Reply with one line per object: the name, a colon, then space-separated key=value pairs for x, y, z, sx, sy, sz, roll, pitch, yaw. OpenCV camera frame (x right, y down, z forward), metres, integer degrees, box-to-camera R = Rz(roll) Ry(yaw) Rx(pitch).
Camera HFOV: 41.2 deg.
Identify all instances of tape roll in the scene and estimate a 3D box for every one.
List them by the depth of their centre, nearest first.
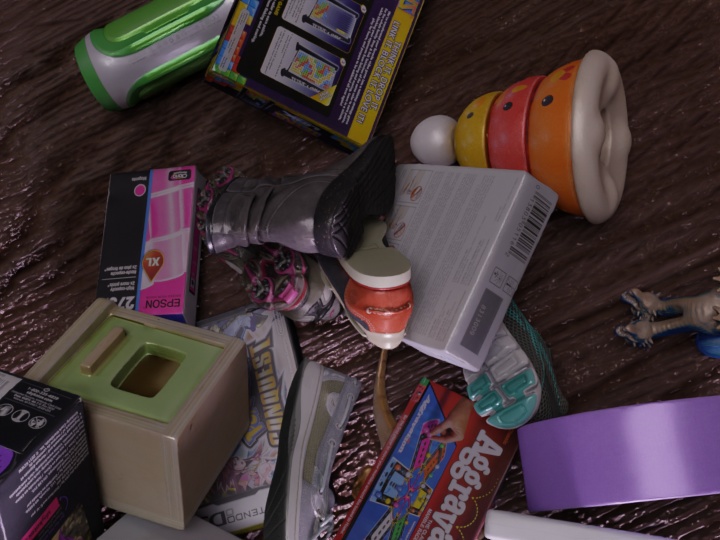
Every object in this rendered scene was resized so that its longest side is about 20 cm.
tape roll: x=0.222 y=0.142 z=0.732 sx=0.197 sy=0.200 sz=0.067 roll=-9 pitch=75 yaw=9

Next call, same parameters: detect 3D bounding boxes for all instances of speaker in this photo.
speaker: x=-0.181 y=-0.236 z=0.961 sx=0.198 sy=0.088 sz=0.089 roll=-25 pitch=74 yaw=5

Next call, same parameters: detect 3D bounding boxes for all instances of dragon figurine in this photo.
dragon figurine: x=0.317 y=0.041 z=0.809 sx=0.197 sy=0.099 sz=0.060 roll=6 pitch=76 yaw=-7

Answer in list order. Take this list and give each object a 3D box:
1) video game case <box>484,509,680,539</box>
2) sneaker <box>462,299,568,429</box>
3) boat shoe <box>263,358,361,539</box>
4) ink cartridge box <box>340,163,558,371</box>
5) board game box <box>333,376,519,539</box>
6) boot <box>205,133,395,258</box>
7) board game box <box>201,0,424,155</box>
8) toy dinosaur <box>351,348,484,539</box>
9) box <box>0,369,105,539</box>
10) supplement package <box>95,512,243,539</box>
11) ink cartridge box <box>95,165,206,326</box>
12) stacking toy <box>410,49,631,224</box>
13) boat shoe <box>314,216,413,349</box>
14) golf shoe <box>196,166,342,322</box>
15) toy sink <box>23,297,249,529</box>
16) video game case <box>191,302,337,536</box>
video game case: x=0.197 y=0.213 z=0.730 sx=0.197 sy=0.182 sz=0.023 roll=6 pitch=75 yaw=13
sneaker: x=0.120 y=0.060 z=0.841 sx=0.077 sy=0.091 sz=0.202 roll=-39 pitch=47 yaw=26
boat shoe: x=-0.038 y=0.170 z=0.804 sx=0.064 sy=0.075 sz=0.204 roll=16 pitch=48 yaw=-12
ink cartridge box: x=0.065 y=-0.011 z=0.844 sx=0.199 sy=0.047 sz=0.162 roll=14 pitch=77 yaw=60
board game box: x=0.050 y=0.194 z=0.788 sx=0.102 sy=0.020 sz=0.201 roll=24 pitch=65 yaw=17
boot: x=-0.048 y=-0.072 z=0.835 sx=0.130 sy=0.200 sz=0.071 roll=3 pitch=112 yaw=20
board game box: x=-0.037 y=-0.237 z=0.908 sx=0.164 sy=0.057 sz=0.203 roll=25 pitch=81 yaw=-18
toy dinosaur: x=0.037 y=0.169 z=0.850 sx=0.105 sy=0.061 sz=0.201 roll=-32 pitch=62 yaw=-11
box: x=-0.282 y=0.189 z=0.750 sx=0.121 sy=0.106 sz=0.202 roll=16 pitch=125 yaw=18
supplement package: x=-0.146 y=0.318 z=0.751 sx=0.198 sy=0.191 sz=0.149 roll=22 pitch=113 yaw=16
ink cartridge box: x=-0.204 y=-0.002 z=0.925 sx=0.093 sy=0.037 sz=0.203 roll=-4 pitch=70 yaw=12
stacking toy: x=0.133 y=-0.115 z=0.863 sx=0.197 sy=0.146 sz=0.149 roll=1 pitch=77 yaw=28
boat shoe: x=0.000 y=0.000 z=0.825 sx=0.070 sy=0.200 sz=0.064 roll=-9 pitch=112 yaw=-12
golf shoe: x=-0.089 y=-0.020 z=0.901 sx=0.073 sy=0.092 sz=0.201 roll=-46 pitch=51 yaw=12
toy sink: x=-0.211 y=0.110 z=0.819 sx=0.197 sy=0.113 sz=0.131 roll=13 pitch=36 yaw=15
video game case: x=-0.130 y=0.144 z=0.894 sx=0.178 sy=0.026 sz=0.203 roll=-17 pitch=74 yaw=7
